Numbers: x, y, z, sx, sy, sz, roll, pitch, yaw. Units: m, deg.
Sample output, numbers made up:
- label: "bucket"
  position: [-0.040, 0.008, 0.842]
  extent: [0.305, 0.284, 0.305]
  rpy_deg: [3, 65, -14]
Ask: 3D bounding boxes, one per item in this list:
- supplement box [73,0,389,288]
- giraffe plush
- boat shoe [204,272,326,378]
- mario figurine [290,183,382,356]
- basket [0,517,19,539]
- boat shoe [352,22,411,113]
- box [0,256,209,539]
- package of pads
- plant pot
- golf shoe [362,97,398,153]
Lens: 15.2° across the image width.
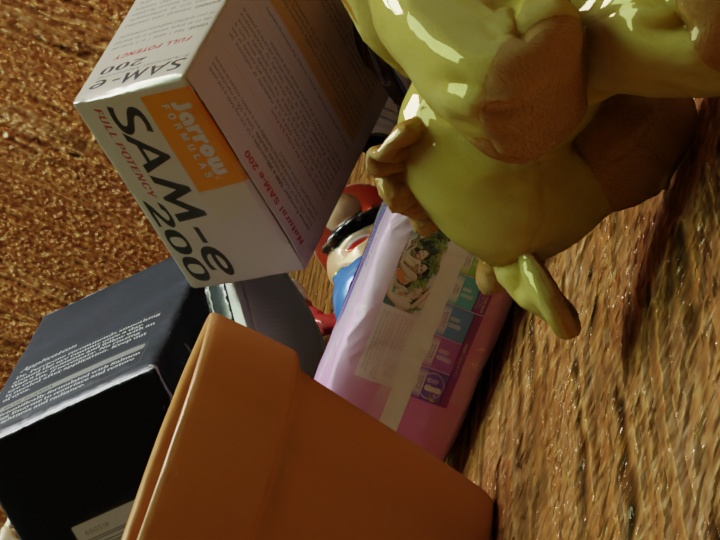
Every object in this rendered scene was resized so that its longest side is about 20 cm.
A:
- label: "supplement box"
  position: [-0.052, -0.106, 1.369]
  extent: [0.073, 0.126, 0.200]
  rpy_deg: [-10, 36, 32]
- label: "giraffe plush"
  position: [0.060, -0.067, 0.950]
  extent: [0.163, 0.199, 0.173]
  rpy_deg: [73, -159, -45]
- label: "boat shoe"
  position: [-0.045, 0.076, 1.370]
  extent: [0.060, 0.076, 0.201]
  rpy_deg: [-33, 62, 26]
- label: "mario figurine"
  position: [0.000, 0.000, 1.493]
  extent: [0.200, 0.123, 0.106]
  rpy_deg: [-96, 9, -70]
- label: "basket"
  position: [-0.168, 0.259, 1.807]
  extent: [0.161, 0.199, 0.199]
  rpy_deg: [111, 178, -52]
- label: "boat shoe"
  position: [0.027, -0.125, 1.358]
  extent: [0.072, 0.072, 0.200]
  rpy_deg: [36, 151, 47]
- label: "box"
  position: [-0.099, 0.119, 1.472]
  extent: [0.117, 0.197, 0.200]
  rpy_deg: [-24, 15, 13]
- label: "package of pads"
  position: [0.038, -0.005, 1.293]
  extent: [0.121, 0.075, 0.201]
  rpy_deg: [-91, 22, -79]
- label: "plant pot"
  position: [-0.032, 0.134, 1.129]
  extent: [0.200, 0.140, 0.201]
  rpy_deg: [-160, 90, -86]
- label: "golf shoe"
  position: [-0.046, -0.091, 1.507]
  extent: [0.078, 0.199, 0.098]
  rpy_deg: [-1, 92, 62]
